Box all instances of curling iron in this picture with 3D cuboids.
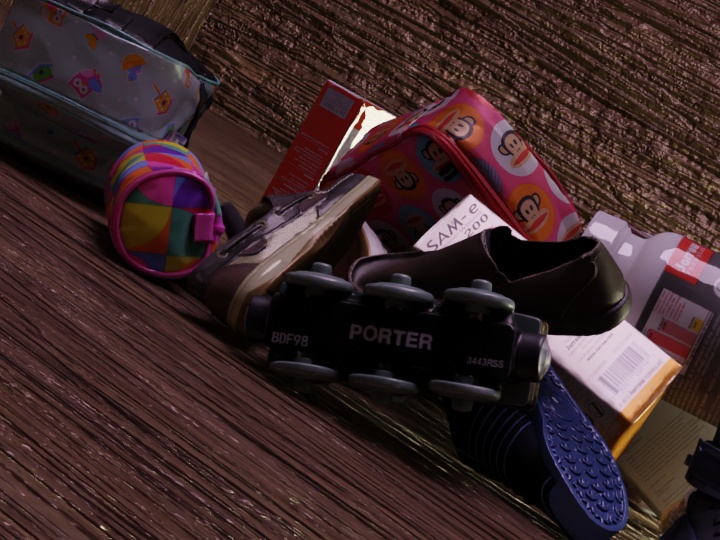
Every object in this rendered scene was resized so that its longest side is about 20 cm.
[{"bbox_3d":[-0.085,-0.007,1.674,0.050,0.026,0.200,16,24,-15],"label":"curling iron"}]

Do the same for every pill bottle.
[{"bbox_3d":[0.243,0.042,1.712,0.200,0.116,0.116,27,4,9],"label":"pill bottle"}]

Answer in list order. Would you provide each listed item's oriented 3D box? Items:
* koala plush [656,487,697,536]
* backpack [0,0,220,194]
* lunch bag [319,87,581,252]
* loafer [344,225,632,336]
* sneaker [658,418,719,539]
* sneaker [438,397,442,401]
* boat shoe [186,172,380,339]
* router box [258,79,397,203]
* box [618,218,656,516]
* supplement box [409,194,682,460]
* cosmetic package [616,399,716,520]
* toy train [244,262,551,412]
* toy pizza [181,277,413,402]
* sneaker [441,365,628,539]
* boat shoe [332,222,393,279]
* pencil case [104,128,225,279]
[{"bbox_3d":[0.311,0.193,1.633,0.200,0.184,0.177,8,0,-3],"label":"koala plush"},{"bbox_3d":[-0.218,-0.147,1.900,0.176,0.153,0.200,27,-6,2],"label":"backpack"},{"bbox_3d":[0.074,-0.039,1.780,0.176,0.082,0.200,51,-29,-10],"label":"lunch bag"},{"bbox_3d":[0.080,0.000,1.567,0.200,0.071,0.073,-2,34,13],"label":"loafer"},{"bbox_3d":[0.237,0.157,1.420,0.077,0.146,0.202,30,5,-10],"label":"sneaker"},{"bbox_3d":[0.072,0.064,1.886,0.088,0.074,0.200,31,4,-6],"label":"sneaker"},{"bbox_3d":[-0.050,-0.025,1.605,0.065,0.073,0.200,31,33,11],"label":"boat shoe"},{"bbox_3d":[-0.002,-0.053,2.072,0.049,0.180,0.200,32,6,37],"label":"router box"},{"bbox_3d":[0.263,0.093,1.970,0.166,0.200,0.164,33,5,40],"label":"box"},{"bbox_3d":[0.116,0.058,1.686,0.200,0.074,0.126,39,-34,11],"label":"supplement box"},{"bbox_3d":[0.211,0.108,1.813,0.200,0.085,0.108,50,2,13],"label":"cosmetic package"},{"bbox_3d":[0.028,0.048,1.501,0.200,0.085,0.114,6,-7,15],"label":"toy train"},{"bbox_3d":[-0.043,0.036,1.728,0.200,0.032,0.200,29,4,-2],"label":"toy pizza"},{"bbox_3d":[0.109,0.119,1.565,0.070,0.078,0.200,16,33,-38],"label":"sneaker"},{"bbox_3d":[0.000,0.000,1.752,0.069,0.071,0.200,29,3,-15],"label":"boat shoe"},{"bbox_3d":[-0.142,-0.048,1.703,0.088,0.088,0.200,29,7,-10],"label":"pencil case"}]
